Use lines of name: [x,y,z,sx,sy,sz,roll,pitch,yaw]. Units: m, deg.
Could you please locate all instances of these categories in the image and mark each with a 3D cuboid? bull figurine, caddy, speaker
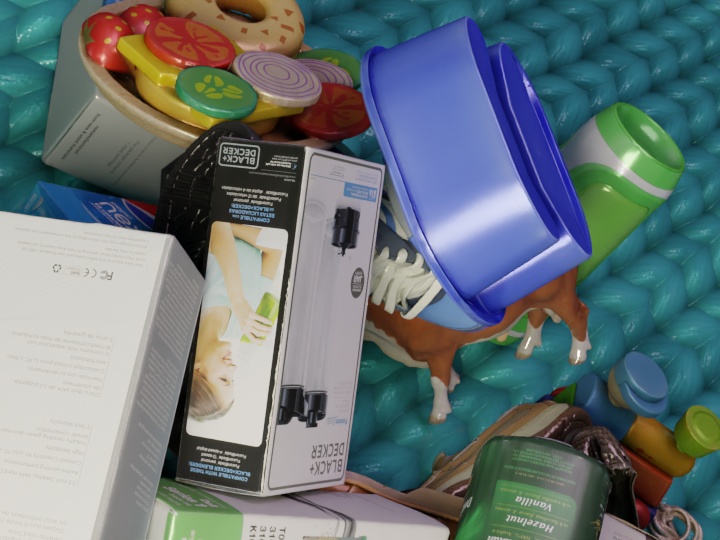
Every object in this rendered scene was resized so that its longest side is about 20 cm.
bull figurine: [0.074,0.035,1.348,0.065,0.199,0.122,-119,-170,-64]
caddy: [0.065,-0.064,1.191,0.141,0.105,0.201,21,47,-64]
speaker: [0.154,-0.034,1.409,0.088,0.200,0.089,32,29,-20]

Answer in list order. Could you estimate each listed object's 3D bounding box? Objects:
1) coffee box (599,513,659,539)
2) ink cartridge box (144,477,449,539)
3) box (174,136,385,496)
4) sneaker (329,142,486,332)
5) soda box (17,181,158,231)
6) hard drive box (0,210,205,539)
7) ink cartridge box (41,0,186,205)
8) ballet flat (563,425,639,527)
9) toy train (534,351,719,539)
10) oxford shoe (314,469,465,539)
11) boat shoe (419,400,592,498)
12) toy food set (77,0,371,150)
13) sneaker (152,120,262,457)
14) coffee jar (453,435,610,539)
coffee box: [0.119,0.261,1.179,0.080,0.113,0.201,29,56,-24]
ink cartridge box: [-0.056,0.203,1.072,0.200,0.084,0.147,9,93,-36]
box: [-0.045,0.028,1.088,0.117,0.060,0.201,9,89,-66]
sneaker: [0.000,0.000,1.219,0.200,0.081,0.147,39,32,-5]
soda box: [-0.136,0.001,1.190,0.200,0.068,0.064,11,30,-51]
hard drive box: [-0.185,0.075,0.985,0.155,0.077,0.201,8,71,13]
ink cartridge box: [-0.116,-0.114,1.330,0.200,0.084,0.145,24,44,-26]
ballet flat: [0.180,0.208,1.301,0.067,0.046,0.201,-11,95,-43]
toy train: [0.236,0.145,1.409,0.200,0.116,0.085,34,41,-15]
oxford shoe: [-0.016,0.164,1.187,0.199,0.071,0.072,15,79,-3]
boat shoe: [0.077,0.156,1.302,0.200,0.076,0.072,-30,121,-35]
toy food set: [-0.087,-0.136,1.224,0.200,0.049,0.198,-15,47,-46]
sneaker: [-0.089,0.016,1.141,0.104,0.060,0.200,33,73,-55]
coffee jar: [0.086,0.205,1.084,0.085,0.104,0.201,14,61,4]
